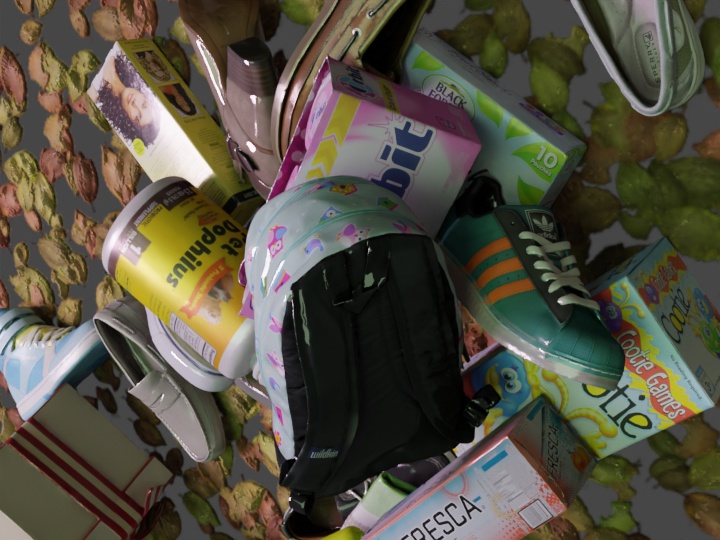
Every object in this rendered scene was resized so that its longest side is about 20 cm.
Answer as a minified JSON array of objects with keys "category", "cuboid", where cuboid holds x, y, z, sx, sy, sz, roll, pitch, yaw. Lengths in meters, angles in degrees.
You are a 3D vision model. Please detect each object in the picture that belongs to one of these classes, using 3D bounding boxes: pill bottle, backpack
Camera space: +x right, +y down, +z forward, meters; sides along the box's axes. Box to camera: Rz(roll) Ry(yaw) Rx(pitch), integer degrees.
[{"category":"pill bottle","cuboid":[-0.121,0.017,0.805,0.199,0.109,0.110,39,123,9]},{"category":"backpack","cuboid":[-0.006,0.041,0.615,0.127,0.165,0.202,47,154,48]}]

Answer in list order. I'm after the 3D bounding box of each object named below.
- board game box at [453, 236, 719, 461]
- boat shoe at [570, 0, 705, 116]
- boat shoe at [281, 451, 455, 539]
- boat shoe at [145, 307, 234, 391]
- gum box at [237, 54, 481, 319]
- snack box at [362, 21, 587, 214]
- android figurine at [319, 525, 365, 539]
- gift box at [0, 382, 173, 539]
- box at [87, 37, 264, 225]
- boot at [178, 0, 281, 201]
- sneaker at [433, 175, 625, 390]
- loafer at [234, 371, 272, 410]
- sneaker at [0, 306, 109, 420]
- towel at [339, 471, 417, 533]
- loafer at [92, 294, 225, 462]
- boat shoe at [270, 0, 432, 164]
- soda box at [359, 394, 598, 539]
[{"category":"board game box","cuboid":[0.163,0.080,0.694,0.200,0.105,0.104,-38,84,37]},{"category":"boat shoe","cuboid":[0.170,-0.202,0.620,0.074,0.065,0.204,-19,95,36]},{"category":"boat shoe","cuboid":[0.009,0.216,0.866,0.199,0.067,0.073,-24,89,35]},{"category":"boat shoe","cuboid":[-0.170,0.029,0.891,0.062,0.071,0.201,-56,51,26]},{"category":"gum box","cuboid":[-0.009,-0.038,0.681,0.112,0.066,0.202,17,118,-17]},{"category":"snack box","cuboid":[0.060,-0.095,0.735,0.199,0.053,0.143,40,121,18]},{"category":"android figurine","cuboid":[0.026,0.300,0.831,0.199,0.041,0.183,-29,110,25]},{"category":"gift box","cuboid":[-0.326,0.263,1.003,0.187,0.185,0.200,43,138,-6]},{"category":"box","cuboid":[-0.177,-0.124,0.886,0.201,0.050,0.075,51,126,8]},{"category":"boot","cuboid":[-0.107,-0.155,0.814,0.147,0.069,0.201,87,161,-44]},{"category":"sneaker","cuboid":[0.112,0.000,0.616,0.200,0.071,0.081,47,117,50]},{"category":"loafer","cuboid":[-0.044,0.107,0.851,0.198,0.075,0.070,22,138,26]},{"category":"sneaker","cuboid":[-0.370,0.080,1.064,0.200,0.079,0.131,-38,85,35]},{"category":"towel","cuboid":[0.039,0.285,0.854,0.148,0.031,0.201,24,122,-6]},{"category":"loafer","cuboid":[-0.216,0.121,0.980,0.070,0.070,0.201,-40,82,36]},{"category":"boat shoe","cuboid":[-0.006,-0.152,0.687,0.068,0.072,0.202,38,121,23]},{"category":"soda box","cuboid":[0.077,0.177,0.677,0.064,0.068,0.200,49,126,7]}]
